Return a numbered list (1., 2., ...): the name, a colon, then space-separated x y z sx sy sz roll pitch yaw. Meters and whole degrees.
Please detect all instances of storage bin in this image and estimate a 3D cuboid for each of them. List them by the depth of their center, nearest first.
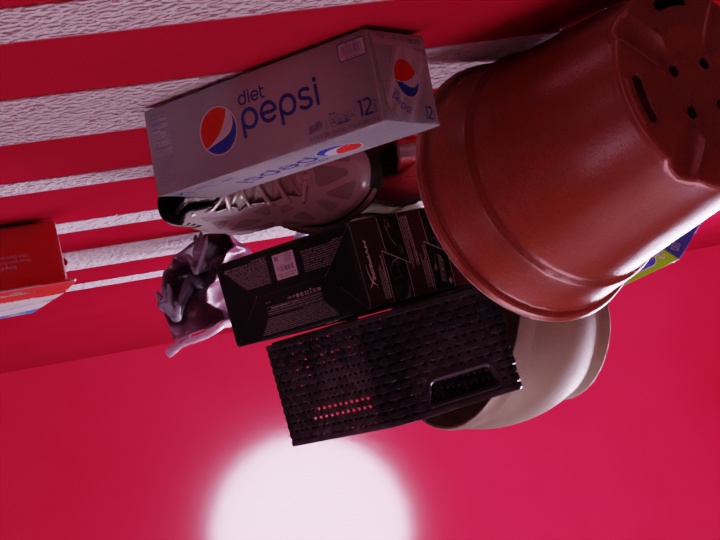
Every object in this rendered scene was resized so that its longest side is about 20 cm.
1. storage bin: 0.025 0.080 1.575 0.135 0.094 0.200 -14 179 -32

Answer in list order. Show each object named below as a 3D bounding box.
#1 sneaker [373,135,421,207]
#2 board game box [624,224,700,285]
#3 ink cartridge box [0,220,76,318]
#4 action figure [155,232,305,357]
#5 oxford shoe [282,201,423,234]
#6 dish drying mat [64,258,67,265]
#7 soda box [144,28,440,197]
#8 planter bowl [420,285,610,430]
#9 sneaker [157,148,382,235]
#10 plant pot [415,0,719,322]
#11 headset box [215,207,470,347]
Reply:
1. sneaker: 0.071 -0.095 1.558 0.199 0.074 0.087 -16 170 29
2. board game box: 0.202 -0.049 1.636 0.134 0.045 0.200 34 167 -3
3. ink cartridge box: -0.340 0.004 1.716 0.116 0.068 0.200 -10 175 -24
4. action figure: -0.121 0.023 2.060 0.134 0.150 0.200 -22 156 31
5. oxford shoe: -0.013 -0.081 1.675 0.199 0.071 0.075 -5 145 -40
6. dish drying mat: -0.389 0.017 2.014 0.077 0.018 0.200 -7 173 -35
7. soda box: -0.049 -0.102 1.255 0.199 0.064 0.068 -16 172 36
8. planter bowl: 0.138 0.051 1.684 0.134 0.201 0.200 10 164 -31
9. sneaker: -0.084 -0.062 1.538 0.200 0.076 0.115 -13 177 37
10. plant pot: 0.173 -0.089 1.286 0.200 0.202 0.195 -8 166 -35
11. headset box: 0.000 0.000 1.594 0.148 0.078 0.200 -17 177 35
